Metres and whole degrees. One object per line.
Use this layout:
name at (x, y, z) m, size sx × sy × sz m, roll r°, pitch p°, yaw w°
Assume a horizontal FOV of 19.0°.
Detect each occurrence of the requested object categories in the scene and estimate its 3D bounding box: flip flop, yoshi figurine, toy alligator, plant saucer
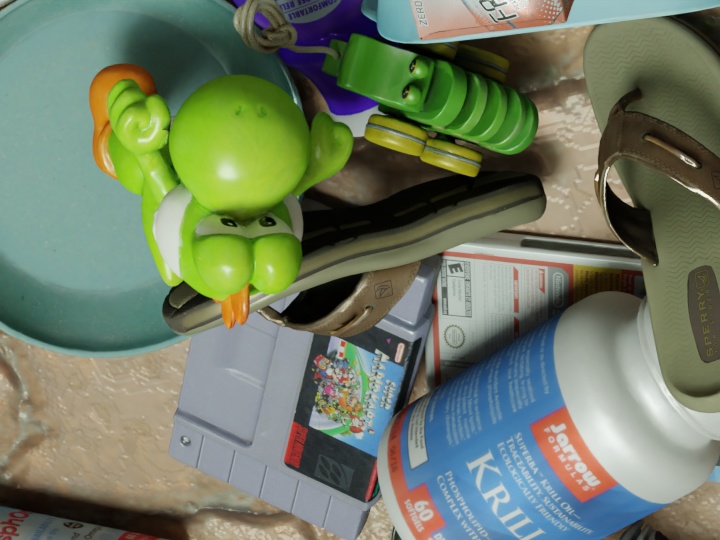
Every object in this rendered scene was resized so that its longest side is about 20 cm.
flip flop at (0.000, 0.000, 1.073) m, size 0.199 × 0.081 × 0.058 m, roll -17°, pitch 109°, yaw -11°
flip flop at (0.142, -0.032, 0.999) m, size 0.057 × 0.201 × 0.081 m, roll 10°, pitch 155°, yaw -42°
yoshi figurine at (-0.064, -0.056, 0.976) m, size 0.112 × 0.200 × 0.112 m, roll -35°, pitch 115°, yaw -3°
toy alligator at (0.027, -0.086, 1.005) m, size 0.054 × 0.060 × 0.199 m, roll 17°, pitch 179°, yaw 44°
plant saucer at (-0.126, -0.055, 1.087) m, size 0.199 × 0.036 × 0.201 m, roll -6°, pitch 111°, yaw -17°

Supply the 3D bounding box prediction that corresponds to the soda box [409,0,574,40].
soda box at (0.067, -0.172, 0.896) m, size 0.063 × 0.200 × 0.069 m, roll -5°, pitch 121°, yaw 19°

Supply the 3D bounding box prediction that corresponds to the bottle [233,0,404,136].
bottle at (-0.030, -0.158, 1.023) m, size 0.083 × 0.065 × 0.201 m, roll -17°, pitch 119°, yaw 18°

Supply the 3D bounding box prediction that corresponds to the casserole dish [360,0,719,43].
casserole dish at (0.093, -0.147, 0.958) m, size 0.199 × 0.121 × 0.039 m, roll -5°, pitch 117°, yaw 17°

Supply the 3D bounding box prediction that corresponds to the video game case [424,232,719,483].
video game case at (0.132, 0.048, 1.153) m, size 0.198 × 0.017 × 0.144 m, roll 7°, pitch 126°, yaw 13°

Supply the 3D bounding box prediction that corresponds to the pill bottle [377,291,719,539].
pill bottle at (0.113, 0.079, 1.099) m, size 0.112 × 0.112 × 0.200 m, roll 44°, pitch 126°, yaw -16°

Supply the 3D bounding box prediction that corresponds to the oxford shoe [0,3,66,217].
oxford shoe at (-0.170, -0.039, 1.149) m, size 0.071 × 0.073 × 0.201 m, roll -3°, pitch 124°, yaw 20°

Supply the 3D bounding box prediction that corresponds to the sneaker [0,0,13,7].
sneaker at (-0.210, -0.181, 1.056) m, size 0.199 × 0.076 × 0.105 m, roll -18°, pitch 123°, yaw 32°

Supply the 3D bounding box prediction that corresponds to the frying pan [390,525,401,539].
frying pan at (0.105, 0.189, 1.261) m, size 0.189 × 0.031 × 0.115 m, roll 24°, pitch 130°, yaw 3°

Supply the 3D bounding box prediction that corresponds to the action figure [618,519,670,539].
action figure at (0.155, 0.195, 1.168) m, size 0.199 × 0.070 × 0.130 m, roll 9°, pitch 140°, yaw -21°

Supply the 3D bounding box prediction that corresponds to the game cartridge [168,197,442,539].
game cartridge at (-0.033, 0.052, 1.188) m, size 0.129 × 0.038 × 0.201 m, roll 26°, pitch 130°, yaw 15°

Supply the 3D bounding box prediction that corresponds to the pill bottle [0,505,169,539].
pill bottle at (-0.212, 0.201, 1.315) m, size 0.198 × 0.109 × 0.109 m, roll 10°, pitch 127°, yaw 10°
